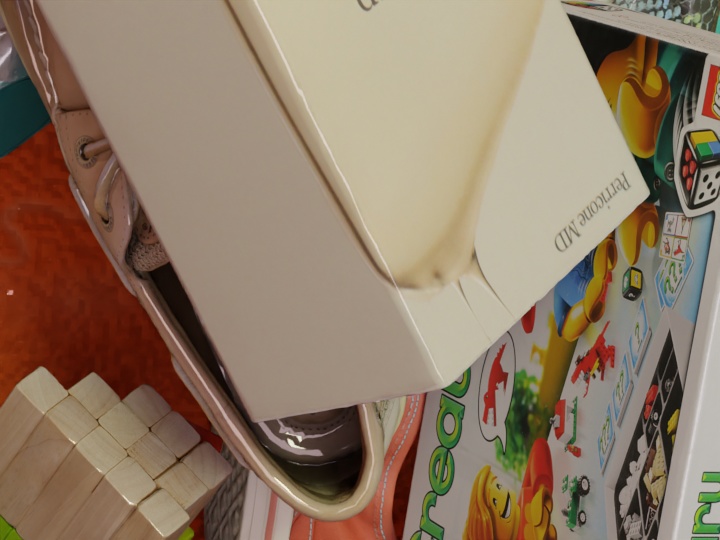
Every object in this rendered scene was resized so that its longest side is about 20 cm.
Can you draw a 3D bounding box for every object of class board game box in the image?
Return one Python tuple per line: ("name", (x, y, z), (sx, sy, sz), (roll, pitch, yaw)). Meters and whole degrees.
("board game box", (0.064, 0.033, 0.811), (0.034, 0.126, 0.201), (4, 101, -30))

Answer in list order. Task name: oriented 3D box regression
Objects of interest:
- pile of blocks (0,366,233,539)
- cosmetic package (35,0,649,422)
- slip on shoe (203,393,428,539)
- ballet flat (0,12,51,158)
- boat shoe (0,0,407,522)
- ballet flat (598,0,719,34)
("pile of blocks", (-0.075, 0.102, 0.876), (0.082, 0.062, 0.201), (27, 130, 24))
("cosmetic package", (-0.019, -0.077, 0.732), (0.103, 0.073, 0.201), (-42, 111, -42))
("slip on shoe", (0.000, 0.000, 0.874), (0.061, 0.074, 0.201), (5, 105, -18))
("ballet flat", (-0.091, -0.076, 0.851), (0.199, 0.072, 0.072), (-31, 105, -6))
("boat shoe", (-0.042, -0.027, 0.790), (0.072, 0.065, 0.201), (-22, 108, 8))
("ballet flat", (0.090, -0.127, 0.870), (0.074, 0.074, 0.201), (14, 96, -14))
